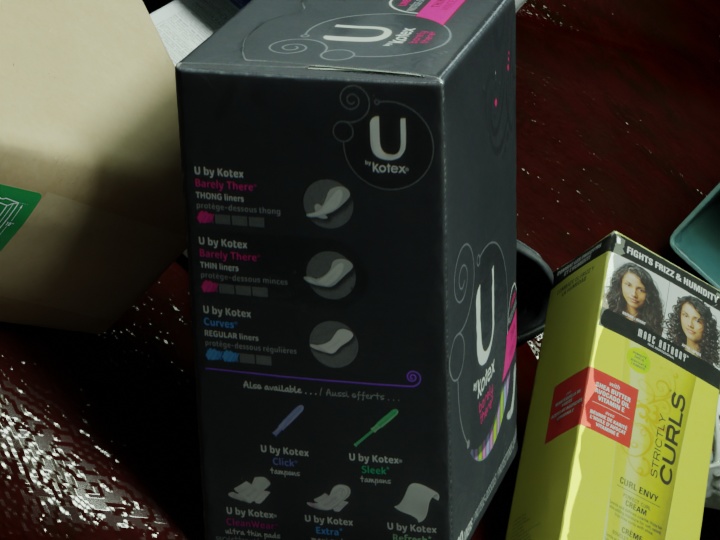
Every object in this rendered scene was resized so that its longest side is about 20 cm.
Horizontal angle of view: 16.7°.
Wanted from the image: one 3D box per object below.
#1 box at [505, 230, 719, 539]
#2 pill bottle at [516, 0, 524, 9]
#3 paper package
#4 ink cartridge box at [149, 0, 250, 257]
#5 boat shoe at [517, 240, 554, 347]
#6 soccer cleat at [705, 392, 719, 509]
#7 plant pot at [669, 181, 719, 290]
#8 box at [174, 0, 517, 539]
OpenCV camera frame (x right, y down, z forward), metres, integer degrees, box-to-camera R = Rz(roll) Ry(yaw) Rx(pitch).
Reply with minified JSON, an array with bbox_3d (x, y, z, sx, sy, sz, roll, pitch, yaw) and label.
[{"bbox_3d":[0.112,0.085,1.081,0.075,0.050,0.200,29,52,-18],"label":"box"},{"bbox_3d":[0.018,-0.216,1.338,0.200,0.111,0.111,42,28,-1],"label":"pill bottle"},{"bbox_3d":[-0.177,-0.079,0.971,0.200,0.104,0.191,12,39,-44],"label":"paper package"},{"bbox_3d":[-0.065,-0.074,1.172,0.119,0.042,0.200,41,29,2],"label":"ink cartridge box"},{"bbox_3d":[0.021,0.004,1.121,0.062,0.075,0.200,8,0,40],"label":"boat shoe"},{"bbox_3d":[0.168,0.083,1.187,0.200,0.069,0.085,17,3,-46],"label":"soccer cleat"},{"bbox_3d":[0.298,-0.041,1.480,0.141,0.141,0.200,43,21,3],"label":"plant pot"},{"bbox_3d":[0.000,0.000,0.955,0.106,0.201,0.122,4,23,15],"label":"box"}]
